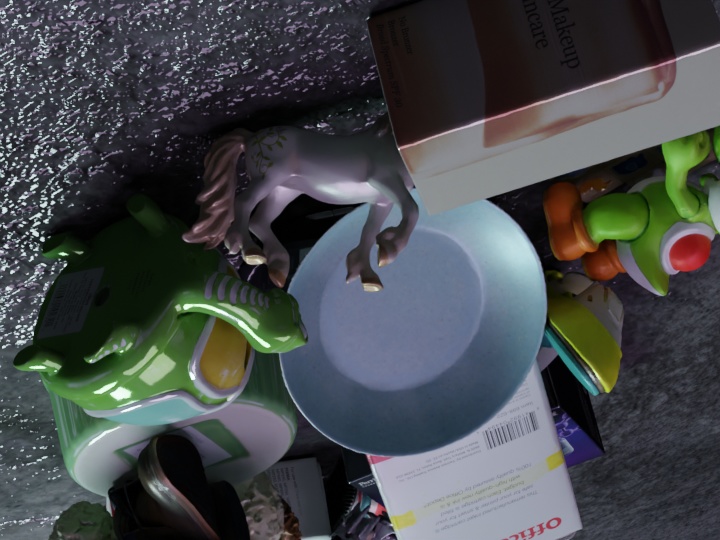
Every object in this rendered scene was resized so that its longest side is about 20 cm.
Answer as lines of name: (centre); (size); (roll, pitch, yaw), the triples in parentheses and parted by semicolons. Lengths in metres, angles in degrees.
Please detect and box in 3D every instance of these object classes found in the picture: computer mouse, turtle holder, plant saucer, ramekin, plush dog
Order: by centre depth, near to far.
turtle holder: (-0.127, 0.030, 1.148); (0.185, 0.141, 0.132); (-35, 130, 21)
plant saucer: (0.033, 0.032, 1.203); (0.200, 0.039, 0.202); (-7, 113, -17)
computer mouse: (0.000, 0.000, 1.248); (0.199, 0.046, 0.141); (-17, 139, -12)
ramekin: (-0.142, 0.099, 1.314); (0.199, 0.098, 0.200); (-10, 151, -6)
plush dog: (-0.137, 0.231, 1.452); (0.200, 0.172, 0.160); (42, 154, -22)

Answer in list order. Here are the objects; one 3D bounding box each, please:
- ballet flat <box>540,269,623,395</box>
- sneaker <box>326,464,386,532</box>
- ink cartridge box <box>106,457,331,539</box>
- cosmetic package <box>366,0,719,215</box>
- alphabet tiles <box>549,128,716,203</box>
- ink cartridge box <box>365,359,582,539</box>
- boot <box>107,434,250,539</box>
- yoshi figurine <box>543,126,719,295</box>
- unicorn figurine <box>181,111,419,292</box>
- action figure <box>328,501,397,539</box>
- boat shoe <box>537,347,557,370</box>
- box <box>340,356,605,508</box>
ballet flat: (0.160, 0.035, 1.280); (0.067, 0.200, 0.067); (-38, 105, -2)
sneaker: (0.003, 0.254, 1.676); (0.093, 0.071, 0.200); (4, 145, -16)
ink cartridge box: (-0.135, 0.252, 1.602); (0.199, 0.085, 0.145); (-6, 150, -13)
cosmetic package: (0.115, -0.121, 1.030); (0.199, 0.104, 0.087); (-18, 149, 7)
alphabet tiles: (0.192, -0.107, 1.186); (0.166, 0.006, 0.200); (-30, 147, 27)
ink cartridge box: (0.078, 0.139, 1.336); (0.144, 0.084, 0.201); (-21, 128, -3)
boot: (-0.153, 0.183, 1.280); (0.096, 0.075, 0.200); (-19, 153, 5)
yoshi figurine: (0.234, -0.062, 1.208); (0.199, 0.113, 0.112); (-14, 114, 31)
unicorn figurine: (-0.006, -0.055, 1.094); (0.199, 0.138, 0.074); (12, 152, -11)
action figure: (-0.006, 0.279, 1.569); (0.130, 0.069, 0.200); (-44, 162, -5)
boat shoe: (0.095, 0.080, 1.406); (0.200, 0.067, 0.074); (-42, -178, 6)
box: (0.097, 0.143, 1.517); (0.199, 0.079, 0.141); (-22, 147, 16)
